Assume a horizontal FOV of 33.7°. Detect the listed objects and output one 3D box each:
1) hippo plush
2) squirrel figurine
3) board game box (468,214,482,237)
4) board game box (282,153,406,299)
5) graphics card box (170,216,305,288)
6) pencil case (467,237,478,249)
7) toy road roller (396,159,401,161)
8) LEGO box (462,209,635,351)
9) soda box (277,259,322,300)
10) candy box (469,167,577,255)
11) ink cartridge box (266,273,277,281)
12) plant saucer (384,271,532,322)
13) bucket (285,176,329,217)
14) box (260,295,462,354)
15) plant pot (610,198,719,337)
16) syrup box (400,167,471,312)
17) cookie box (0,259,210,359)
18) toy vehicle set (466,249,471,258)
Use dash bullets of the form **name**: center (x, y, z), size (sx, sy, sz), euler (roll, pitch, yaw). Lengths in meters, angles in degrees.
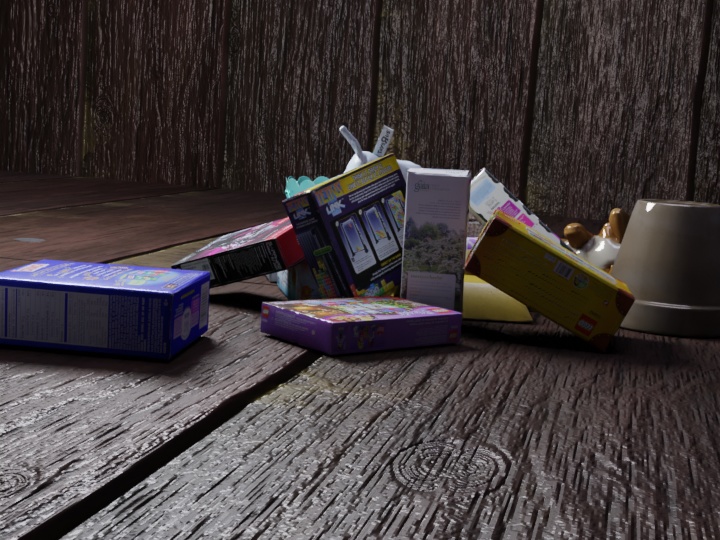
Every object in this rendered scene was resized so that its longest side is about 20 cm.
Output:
- **hippo plush**: center (0.040, -0.098, 1.854), size (0.159, 0.200, 0.161), euler (-2, 49, -18)
- **squirrel figurine**: center (0.362, -0.009, 1.911), size (0.186, 0.142, 0.200), euler (-4, -13, 37)
- **board game box**: center (0.212, -0.119, 2.696), size (0.159, 0.097, 0.200), euler (1, 8, -21)
- **board game box**: center (0.003, -0.050, 1.585), size (0.057, 0.166, 0.200), euler (-19, 6, 40)
- **graphics card box**: center (-0.146, -0.026, 1.622), size (0.199, 0.051, 0.125), euler (-14, 14, 37)
- **pencil case**: center (0.154, -0.023, 1.958), size (0.199, 0.086, 0.084), euler (3, -25, -27)
- **toy road roller**: center (-0.007, -0.111, 2.035), size (0.146, 0.200, 0.123), euler (29, -3, 10)
- **LEGO box**: center (0.235, 0.008, 1.493), size (0.200, 0.077, 0.149), euler (31, 10, 4)
- **soda box**: center (-0.074, 0.005, 1.684), size (0.063, 0.069, 0.200), euler (1, 8, -11)
- **candy box**: center (0.245, -0.049, 1.763), size (0.200, 0.061, 0.136), euler (46, 2, 26)
- **ink cartridge box**: center (-0.059, -0.012, 1.917), size (0.199, 0.057, 0.163), euler (-2, 8, -11)
- **plant saucer**: center (0.132, 0.029, 1.690), size (0.199, 0.049, 0.200), euler (4, 7, -4)
- **bucket**: center (-0.051, -0.114, 2.362), size (0.206, 0.135, 0.207), euler (3, 7, 0)
- **box**: center (0.002, 0.061, 1.401), size (0.199, 0.039, 0.137), euler (-2, 10, -40)
- **plant pot**: center (0.437, -0.009, 1.663), size (0.199, 0.174, 0.200), euler (3, 7, 0)
- **syrup box**: center (0.096, -0.029, 1.521), size (0.078, 0.201, 0.081), euler (4, 7, 8)
- **cookie box**: center (-0.280, 0.038, 1.289), size (0.199, 0.076, 0.171), euler (5, 8, 6)
- **toy vehicle set**: center (0.137, -0.004, 1.811), size (0.199, 0.027, 0.124), euler (0, -13, 14)
